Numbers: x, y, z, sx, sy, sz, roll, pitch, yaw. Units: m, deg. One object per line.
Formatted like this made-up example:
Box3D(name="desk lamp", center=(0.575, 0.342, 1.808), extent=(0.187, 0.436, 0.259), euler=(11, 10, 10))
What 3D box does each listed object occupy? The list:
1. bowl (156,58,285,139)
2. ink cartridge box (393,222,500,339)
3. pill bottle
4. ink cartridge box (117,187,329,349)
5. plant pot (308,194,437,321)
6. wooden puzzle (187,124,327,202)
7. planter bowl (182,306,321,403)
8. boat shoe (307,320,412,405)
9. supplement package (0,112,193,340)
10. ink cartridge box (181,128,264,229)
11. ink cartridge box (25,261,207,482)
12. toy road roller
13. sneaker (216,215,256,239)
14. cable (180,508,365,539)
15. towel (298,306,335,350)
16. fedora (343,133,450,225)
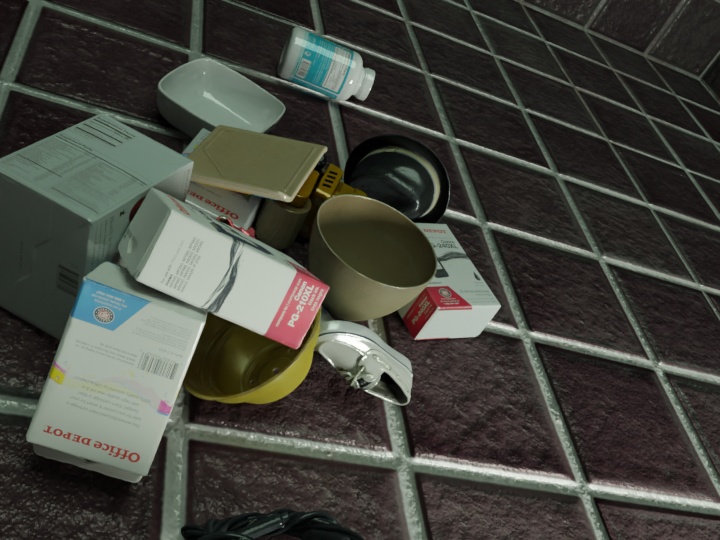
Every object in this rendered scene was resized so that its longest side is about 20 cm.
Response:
Box3D(name="bowl", center=(-0.257, -0.286, 1.403), extent=(0.199, 0.075, 0.200), euler=(32, 36, 1))
Box3D(name="ink cartridge box", center=(0.118, 0.013, 1.308), extent=(0.145, 0.084, 0.200), euler=(0, 46, -36))
Box3D(name="pill bottle", center=(-0.072, -0.437, 1.683), extent=(0.199, 0.111, 0.111), euler=(19, 37, -16))
Box3D(name="ink cartridge box", center=(-0.156, -0.004, 0.875), extent=(0.199, 0.085, 0.145), euler=(27, 2, -27))
Box3D(name="plant pot", center=(0.000, 0.000, 1.197), extent=(0.199, 0.135, 0.201), euler=(19, 37, -15))
Box3D(name="wooden puzzle", center=(-0.164, -0.160, 1.179), extent=(0.184, 0.037, 0.200), euler=(13, 32, 9))
Box3D(name="planter bowl", center=(-0.123, 0.106, 0.991), extent=(0.201, 0.199, 0.084), euler=(-92, 158, -49))
Box3D(name="boat shoe", center=(0.004, 0.132, 1.069), extent=(0.200, 0.072, 0.066), euler=(39, 35, -44))
Box3D(name="supplement package", center=(-0.335, -0.055, 0.962), extent=(0.147, 0.192, 0.200), euler=(27, 35, 9))
Box3D(name="ink cartridge box", center=(-0.228, -0.117, 1.215), extent=(0.144, 0.085, 0.200), euler=(26, 38, -6))
Box3D(name="ink cartridge box", center=(-0.259, 0.112, 0.835), extent=(0.128, 0.201, 0.125), euler=(22, 5, -12))
Box3D(name="toy road roller", center=(-0.075, -0.103, 1.274), extent=(0.145, 0.123, 0.200), euler=(28, 36, -5))
Box3D(name="sneaker", center=(-0.193, -0.033, 1.050), extent=(0.073, 0.087, 0.200), euler=(-2, 10, -41))
Box3D(name="cable", center=(-0.087, 0.279, 0.810), extent=(0.199, 0.051, 0.163), euler=(6, 2, 7))
Box3D(name="towel", center=(-0.106, 0.039, 1.135), extent=(0.200, 0.024, 0.147), euler=(47, 20, 20))
Box3D(name="fedora", center=(0.050, -0.137, 1.346), extent=(0.200, 0.201, 0.092), euler=(36, 33, 7))
